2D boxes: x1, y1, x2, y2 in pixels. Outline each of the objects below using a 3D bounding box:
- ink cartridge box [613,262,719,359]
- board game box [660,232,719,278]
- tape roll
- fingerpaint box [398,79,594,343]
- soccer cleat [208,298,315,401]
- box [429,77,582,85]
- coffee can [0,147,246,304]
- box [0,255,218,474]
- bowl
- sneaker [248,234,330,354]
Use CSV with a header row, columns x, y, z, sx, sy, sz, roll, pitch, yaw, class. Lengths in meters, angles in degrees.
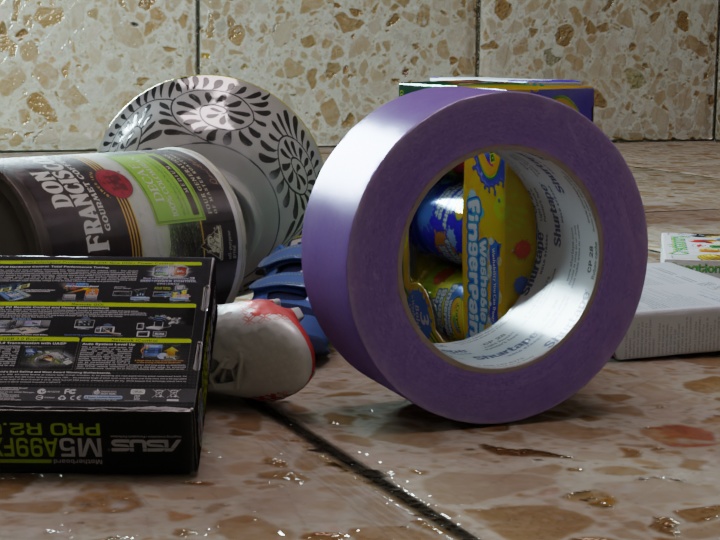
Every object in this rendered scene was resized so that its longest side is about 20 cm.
x,y,z,sx,sy,sz,roll,pitch,yaw,class
0.202,0.030,1.206,0.200,0.043,0.196,-4,11,-15,ink cartridge box
0.359,-0.008,1.492,0.126,0.035,0.200,2,9,10,board game box
0.070,-0.012,0.937,0.200,0.200,0.085,-3,8,-21,tape roll
0.091,-0.033,1.080,0.073,0.200,0.167,-4,10,-24,fingerpaint box
-0.109,0.053,0.970,0.085,0.069,0.200,-21,19,-40,soccer cleat
0.191,-0.165,2.028,0.105,0.184,0.200,-7,12,-36,box
-0.202,-0.013,1.103,0.146,0.147,0.200,7,10,37,coffee can
-0.184,0.049,0.855,0.200,0.044,0.160,0,30,-2,box
-0.127,-0.051,1.248,0.200,0.201,0.094,1,23,-1,bowl
-0.048,0.017,1.139,0.074,0.082,0.200,3,11,9,sneaker
